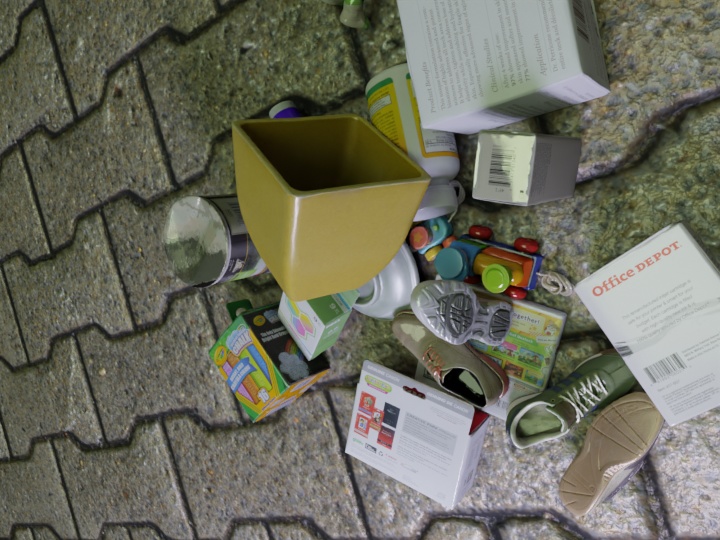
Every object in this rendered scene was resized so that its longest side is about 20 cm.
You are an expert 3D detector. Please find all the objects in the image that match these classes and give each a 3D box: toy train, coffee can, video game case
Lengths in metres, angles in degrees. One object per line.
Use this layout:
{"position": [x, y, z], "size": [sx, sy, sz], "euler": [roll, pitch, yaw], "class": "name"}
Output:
{"position": [0.205, 0.004, 0.815], "size": [0.199, 0.116, 0.085], "euler": [19, 109, 29], "class": "toy train"}
{"position": [0.057, -0.088, 0.933], "size": [0.199, 0.056, 0.151], "euler": [10, 104, 32], "class": "toy train"}
{"position": [-0.206, -0.059, 1.023], "size": [0.146, 0.200, 0.147], "euler": [6, 102, 33], "class": "coffee can"}
{"position": [0.187, 0.118, 0.905], "size": [0.199, 0.023, 0.183], "euler": [20, 109, 30], "class": "video game case"}

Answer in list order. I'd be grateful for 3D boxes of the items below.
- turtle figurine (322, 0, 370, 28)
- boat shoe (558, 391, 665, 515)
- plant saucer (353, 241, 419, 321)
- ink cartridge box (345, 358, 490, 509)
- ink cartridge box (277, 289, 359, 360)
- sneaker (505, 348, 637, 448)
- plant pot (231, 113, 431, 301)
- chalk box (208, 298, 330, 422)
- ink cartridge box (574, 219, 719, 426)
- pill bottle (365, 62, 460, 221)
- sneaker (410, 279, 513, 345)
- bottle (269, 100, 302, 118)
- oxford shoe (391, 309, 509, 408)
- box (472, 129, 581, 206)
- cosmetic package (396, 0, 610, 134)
{"position": [0.023, -0.470, 0.879], "size": [0.143, 0.200, 0.194], "euler": [29, 136, 2], "class": "turtle figurine"}
{"position": [0.337, 0.241, 0.802], "size": [0.072, 0.065, 0.201], "euler": [43, 119, 40], "class": "boat shoe"}
{"position": [0.000, 0.000, 0.949], "size": [0.200, 0.050, 0.201], "euler": [27, 134, 31], "class": "plant saucer"}
{"position": [0.090, 0.238, 0.950], "size": [0.199, 0.084, 0.176], "euler": [20, 110, 29], "class": "ink cartridge box"}
{"position": [-0.075, 0.058, 0.989], "size": [0.104, 0.059, 0.200], "euler": [52, 151, 16], "class": "ink cartridge box"}
{"position": [0.278, 0.178, 0.798], "size": [0.200, 0.090, 0.067], "euler": [-35, 89, 24], "class": "sneaker"}
{"position": [-0.056, -0.074, 0.815], "size": [0.194, 0.195, 0.201], "euler": [50, 139, 40], "class": "plant pot"}
{"position": [-0.176, 0.142, 1.086], "size": [0.124, 0.125, 0.200], "euler": [-46, 72, 30], "class": "chalk box"}
{"position": [0.382, 0.059, 0.728], "size": [0.146, 0.084, 0.201], "euler": [-38, 76, 31], "class": "ink cartridge box"}
{"position": [0.078, -0.177, 0.858], "size": [0.112, 0.113, 0.201], "euler": [-16, 83, 34], "class": "pill bottle"}
{"position": [0.118, 0.056, 0.815], "size": [0.099, 0.200, 0.078], "euler": [14, 84, 44], "class": "sneaker"}
{"position": [-0.088, -0.183, 0.999], "size": [0.201, 0.065, 0.084], "euler": [63, 153, 9], "class": "bottle"}
{"position": [0.121, 0.126, 0.886], "size": [0.200, 0.075, 0.071], "euler": [32, 115, 22], "class": "oxford shoe"}
{"position": [0.208, -0.128, 0.740], "size": [0.068, 0.200, 0.083], "euler": [12, 104, 31], "class": "box"}
{"position": [0.180, -0.280, 0.753], "size": [0.199, 0.166, 0.168], "euler": [-10, 93, 33], "class": "cosmetic package"}
